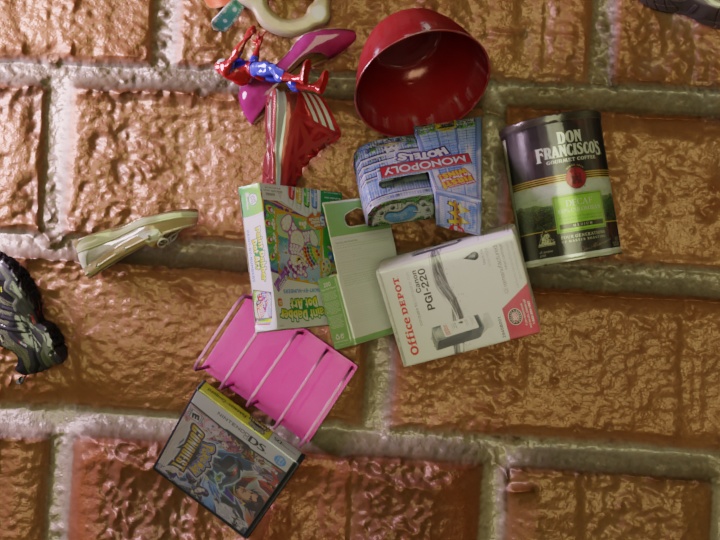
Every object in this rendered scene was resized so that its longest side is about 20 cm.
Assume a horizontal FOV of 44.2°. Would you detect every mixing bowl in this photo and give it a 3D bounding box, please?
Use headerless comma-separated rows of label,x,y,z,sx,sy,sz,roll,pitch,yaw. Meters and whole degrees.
mixing bowl,0.077,-0.300,1.280,0.198,0.201,0.109,-17,55,2

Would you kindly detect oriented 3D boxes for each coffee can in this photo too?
coffee can,0.286,-0.112,1.270,0.144,0.146,0.203,-9,89,2

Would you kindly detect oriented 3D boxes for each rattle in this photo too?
rattle,-0.140,-0.411,1.303,0.197,0.143,0.132,2,107,-4

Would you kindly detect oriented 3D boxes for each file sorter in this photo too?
file sorter,-0.124,0.144,1.291,0.199,0.125,0.140,34,89,3

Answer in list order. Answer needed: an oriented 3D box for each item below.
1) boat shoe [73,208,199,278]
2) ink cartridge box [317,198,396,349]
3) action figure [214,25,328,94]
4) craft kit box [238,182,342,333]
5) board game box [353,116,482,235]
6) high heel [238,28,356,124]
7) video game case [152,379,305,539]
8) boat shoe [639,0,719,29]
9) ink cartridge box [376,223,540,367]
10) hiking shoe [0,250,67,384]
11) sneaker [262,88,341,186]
boat shoe,-0.331,-0.044,1.334,0.198,0.073,0.064,-17,95,5
ink cartridge box,0.000,0.000,1.283,0.048,0.145,0.202,-17,87,40
action figure,-0.131,-0.309,1.268,0.198,0.065,0.100,11,84,36
craft kit box,-0.084,-0.017,1.257,0.048,0.199,0.200,-8,87,33
board game box,0.097,-0.127,1.251,0.197,0.201,0.062,-9,131,-3
high heel,-0.090,-0.290,1.329,0.198,0.067,0.097,-18,78,17
video game case,-0.196,0.279,1.289,0.180,0.026,0.201,35,124,3
boat shoe,0.478,-0.425,1.314,0.198,0.074,0.074,21,79,-6
ink cartridge box,0.135,0.034,1.230,0.198,0.085,0.147,-15,98,13
hiking shoe,-0.529,0.069,1.335,0.100,0.076,0.201,-29,88,-2
sneaker,-0.083,-0.166,1.322,0.114,0.078,0.202,-2,110,-18
